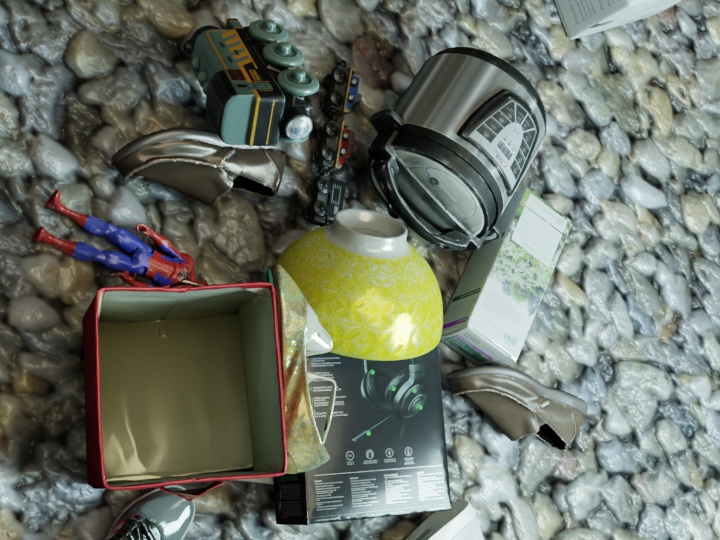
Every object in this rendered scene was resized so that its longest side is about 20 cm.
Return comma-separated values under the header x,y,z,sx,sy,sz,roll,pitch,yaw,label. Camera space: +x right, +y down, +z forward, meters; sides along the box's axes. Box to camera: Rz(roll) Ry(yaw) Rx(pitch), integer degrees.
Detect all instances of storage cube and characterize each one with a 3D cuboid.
x,y,z,sx,sy,sz,roll,pitch,yaw,label
-0.177,0.117,1.108,0.168,0.180,0.204,-2,81,-18,storage cube

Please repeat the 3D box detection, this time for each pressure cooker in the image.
x,y,z,sx,sy,sz,roll,pitch,yaw,label
0.105,-0.129,1.325,0.174,0.180,0.201,26,65,16,pressure cooker

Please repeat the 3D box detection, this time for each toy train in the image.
x,y,z,sx,sy,sz,roll,pitch,yaw,label
-0.028,-0.147,1.335,0.045,0.034,0.204,16,74,-28,toy train
-0.118,-0.203,1.227,0.112,0.086,0.201,-3,41,-25,toy train

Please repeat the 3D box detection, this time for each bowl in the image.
x,y,z,sx,sy,sz,roll,pitch,yaw,label
0.000,0.000,1.213,0.197,0.200,0.109,0,115,-28,bowl

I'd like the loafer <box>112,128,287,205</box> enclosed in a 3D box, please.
x,y,z,sx,sy,sz,roll,pitch,yaw,label
-0.164,-0.107,1.223,0.197,0.073,0.072,-4,81,-28,loafer

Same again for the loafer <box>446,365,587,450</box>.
x,y,z,sx,sy,sz,roll,pitch,yaw,label
0.188,0.165,1.366,0.197,0.073,0.072,20,70,-23,loafer

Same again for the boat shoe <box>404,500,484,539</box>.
x,y,z,sx,sy,sz,roll,pitch,yaw,label
0.062,0.337,1.275,0.199,0.072,0.069,-35,99,-37,boat shoe

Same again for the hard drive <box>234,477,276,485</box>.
x,y,z,sx,sy,sz,roll,pitch,yaw,label
-0.073,0.133,1.260,0.130,0.027,0.204,11,75,-26,hard drive

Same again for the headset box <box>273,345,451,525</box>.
x,y,z,sx,sy,sz,roll,pitch,yaw,label
-0.004,0.160,1.224,0.171,0.092,0.204,0,80,-28,headset box

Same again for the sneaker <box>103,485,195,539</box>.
x,y,z,sx,sy,sz,roll,pitch,yaw,label
-0.224,0.277,1.097,0.200,0.120,0.084,-42,100,-28,sneaker

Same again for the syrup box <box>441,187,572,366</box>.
x,y,z,sx,sy,sz,roll,pitch,yaw,label
0.173,0.010,1.384,0.078,0.081,0.202,33,67,-16,syrup box

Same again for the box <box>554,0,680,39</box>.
x,y,z,sx,sy,sz,roll,pitch,yaw,label
0.351,-0.443,1.540,0.197,0.130,0.203,-22,91,-29,box

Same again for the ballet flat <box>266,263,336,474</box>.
x,y,z,sx,sy,sz,roll,pitch,yaw,label
-0.056,0.094,1.119,0.070,0.070,0.204,-2,90,-28,ballet flat

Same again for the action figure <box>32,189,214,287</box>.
x,y,z,sx,sy,sz,roll,pitch,yaw,label
-0.235,-0.014,1.193,0.198,0.051,0.066,26,65,-24,action figure
